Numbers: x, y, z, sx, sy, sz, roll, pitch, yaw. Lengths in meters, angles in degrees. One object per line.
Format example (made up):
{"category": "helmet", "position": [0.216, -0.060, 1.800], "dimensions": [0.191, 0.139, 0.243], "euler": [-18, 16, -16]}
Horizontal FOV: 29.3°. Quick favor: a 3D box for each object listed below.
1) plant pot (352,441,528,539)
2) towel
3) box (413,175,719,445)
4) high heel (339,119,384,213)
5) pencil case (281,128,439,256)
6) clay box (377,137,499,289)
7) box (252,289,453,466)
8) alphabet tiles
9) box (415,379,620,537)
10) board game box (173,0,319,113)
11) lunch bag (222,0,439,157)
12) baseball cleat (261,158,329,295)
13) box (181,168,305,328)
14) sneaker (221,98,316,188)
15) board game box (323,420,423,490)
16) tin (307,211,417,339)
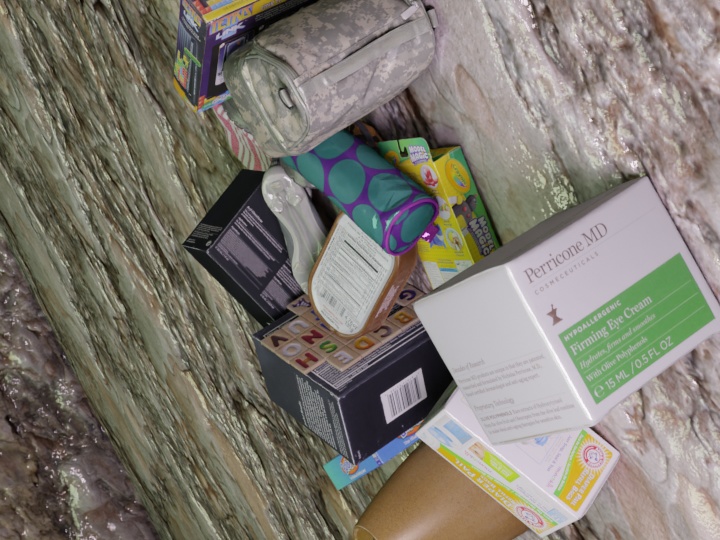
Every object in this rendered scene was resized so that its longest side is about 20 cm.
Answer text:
{"category": "plant pot", "position": [0.095, 0.330, 1.849], "dimensions": [0.186, 0.199, 0.187], "euler": [43, 151, 31]}
{"category": "towel", "position": [-0.141, -0.156, 1.904], "dimensions": [0.200, 0.030, 0.147], "euler": [45, 168, 25]}
{"category": "box", "position": [0.202, 0.042, 1.344], "dimensions": [0.172, 0.198, 0.200], "euler": [60, 153, -1]}
{"category": "high heel", "position": [-0.007, -0.108, 1.735], "dimensions": [0.143, 0.071, 0.200], "euler": [67, 155, 5]}
{"category": "pencil case", "position": [-0.001, -0.103, 1.583], "dimensions": [0.200, 0.085, 0.092], "euler": [43, -173, 30]}
{"category": "clay box", "position": [0.096, -0.067, 1.597], "dimensions": [0.115, 0.047, 0.201], "euler": [4, 119, 60]}
{"category": "box", "position": [0.001, 0.119, 1.795], "dimensions": [0.198, 0.199, 0.124], "euler": [32, 144, 45]}
{"category": "alphabet tiles", "position": [-0.023, 0.062, 1.773], "dimensions": [0.167, 0.199, 0.008], "euler": [30, 143, 45]}
{"category": "box", "position": [0.182, 0.202, 1.603], "dimensions": [0.200, 0.101, 0.113], "euler": [39, 153, 2]}
{"category": "board game box", "position": [-0.115, -0.284, 1.574], "dimensions": [0.057, 0.199, 0.166], "euler": [51, 152, 20]}
{"category": "lunch bag", "position": [-0.027, -0.222, 1.489], "dimensions": [0.140, 0.199, 0.168], "euler": [63, 158, -14]}
{"category": "baseball cleat", "position": [-0.068, -0.059, 1.782], "dimensions": [0.107, 0.069, 0.201], "euler": [-83, -23, -59]}
{"category": "box", "position": [-0.121, -0.019, 1.863], "dimensions": [0.200, 0.141, 0.079], "euler": [48, 162, -31]}
{"category": "sneaker", "position": [-0.094, -0.196, 1.715], "dimensions": [0.200, 0.076, 0.091], "euler": [42, 135, 15]}
{"category": "board game box", "position": [0.045, 0.227, 1.884], "dimensions": [0.045, 0.152, 0.200], "euler": [56, 154, 6]}
{"category": "tin", "position": [0.000, 0.000, 1.677], "dimensions": [0.112, 0.042, 0.201], "euler": [41, 131, 17]}
